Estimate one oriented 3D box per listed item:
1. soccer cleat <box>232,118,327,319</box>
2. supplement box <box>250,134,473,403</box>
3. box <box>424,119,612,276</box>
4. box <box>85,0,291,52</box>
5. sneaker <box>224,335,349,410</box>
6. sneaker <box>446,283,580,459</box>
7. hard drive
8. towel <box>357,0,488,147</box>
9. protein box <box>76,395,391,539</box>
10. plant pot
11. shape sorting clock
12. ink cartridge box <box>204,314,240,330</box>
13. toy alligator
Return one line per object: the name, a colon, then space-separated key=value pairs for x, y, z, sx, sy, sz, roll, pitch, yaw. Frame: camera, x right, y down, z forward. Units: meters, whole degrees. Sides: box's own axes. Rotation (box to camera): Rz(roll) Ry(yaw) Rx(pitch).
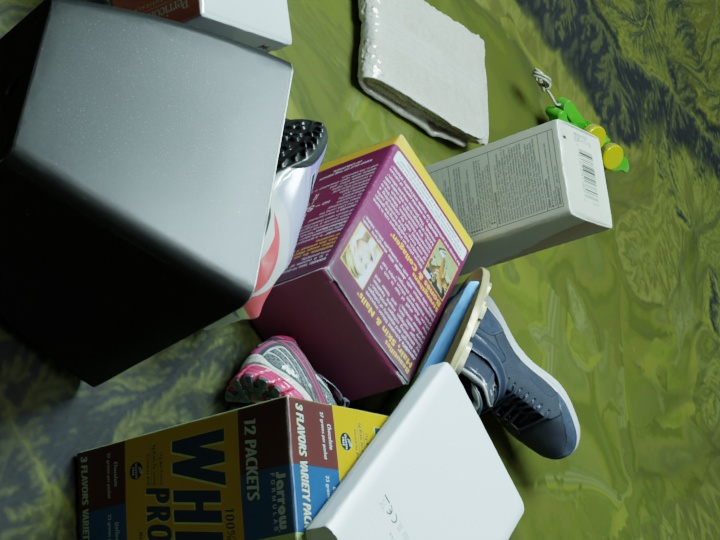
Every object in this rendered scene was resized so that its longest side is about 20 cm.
soccer cleat: x=-0.072 y=-0.047 z=1.334 sx=0.200 sy=0.068 sz=0.073 roll=-68 pitch=154 yaw=-48
supplement box: x=0.000 y=0.000 z=1.455 sx=0.131 sy=0.103 sz=0.200 roll=56 pitch=37 yaw=-22
box: x=0.123 y=-0.060 z=1.569 sx=0.078 sy=0.199 sz=0.096 roll=14 pitch=65 yaw=-51
box: x=-0.152 y=-0.253 z=1.306 sx=0.106 sy=0.152 sz=0.201 roll=11 pitch=67 yaw=-53
sneaker: x=-0.026 y=0.140 z=1.380 sx=0.200 sy=0.080 sz=0.075 roll=57 pitch=35 yaw=-21
sneaker: x=0.128 y=0.128 z=1.591 sx=0.203 sy=0.077 sz=0.146 roll=51 pitch=28 yaw=-14
hard drive: x=0.042 y=0.170 z=1.154 sx=0.132 sy=0.026 sz=0.200 roll=62 pitch=35 yaw=-16
towel: x=0.062 y=-0.209 z=1.696 sx=0.200 sy=0.034 sz=0.133 roll=27 pitch=54 yaw=-46
protein box: x=-0.061 y=0.186 z=1.203 sx=0.198 sy=0.199 sz=0.136 roll=17 pitch=62 yaw=-51
plant pot: x=-0.186 y=-0.067 z=1.162 sx=0.177 sy=0.200 sz=0.200 roll=29 pitch=53 yaw=-29
shape sorting clock: x=0.062 y=0.089 z=1.442 sx=0.039 sy=0.200 sz=0.200 roll=31 pitch=44 yaw=-3
ink cartridge box: x=-0.106 y=-0.061 z=1.378 sx=0.109 sy=0.050 sz=0.200 roll=53 pitch=40 yaw=-27
toy alligator: x=0.234 y=-0.150 z=1.900 sx=0.200 sy=0.059 sz=0.054 roll=38 pitch=88 yaw=-40
